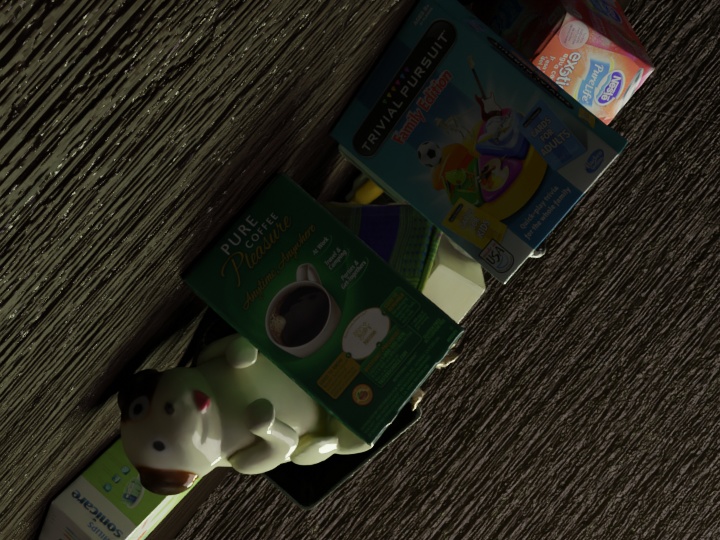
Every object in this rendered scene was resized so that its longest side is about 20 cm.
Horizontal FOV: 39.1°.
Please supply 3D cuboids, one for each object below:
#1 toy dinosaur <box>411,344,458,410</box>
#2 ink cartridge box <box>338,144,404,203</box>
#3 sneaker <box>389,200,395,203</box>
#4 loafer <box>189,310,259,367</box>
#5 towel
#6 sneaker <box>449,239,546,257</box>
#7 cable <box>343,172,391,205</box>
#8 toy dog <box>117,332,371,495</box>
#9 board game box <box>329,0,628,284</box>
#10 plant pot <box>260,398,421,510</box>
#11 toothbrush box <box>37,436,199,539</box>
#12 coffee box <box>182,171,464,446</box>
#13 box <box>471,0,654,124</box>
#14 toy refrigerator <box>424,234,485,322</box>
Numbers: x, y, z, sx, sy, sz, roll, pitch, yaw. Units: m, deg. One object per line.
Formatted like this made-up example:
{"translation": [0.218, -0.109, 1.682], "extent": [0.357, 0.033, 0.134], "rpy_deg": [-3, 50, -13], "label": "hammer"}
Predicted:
{"translation": [0.034, 0.072, 1.152], "extent": [0.086, 0.135, 0.200], "rpy_deg": [-48, -172, 17], "label": "toy dinosaur"}
{"translation": [0.079, -0.162, 1.001], "extent": [0.146, 0.084, 0.200], "rpy_deg": [-51, 175, 24], "label": "ink cartridge box"}
{"translation": [0.083, -0.165, 1.245], "extent": [0.200, 0.066, 0.079], "rpy_deg": [-39, 138, -9], "label": "sneaker"}
{"translation": [-0.131, 0.072, 1.053], "extent": [0.200, 0.073, 0.071], "rpy_deg": [-51, -173, 45], "label": "loafer"}
{"translation": [-0.006, 0.000, 0.976], "extent": [0.200, 0.023, 0.144], "rpy_deg": [7, -106, 53], "label": "towel"}
{"translation": [0.122, -0.046, 1.093], "extent": [0.081, 0.076, 0.200], "rpy_deg": [-15, 158, 35], "label": "sneaker"}
{"translation": [-0.027, -0.065, 1.186], "extent": [0.200, 0.050, 0.097], "rpy_deg": [-39, -165, 14], "label": "cable"}
{"translation": [-0.120, 0.124, 0.922], "extent": [0.199, 0.140, 0.194], "rpy_deg": [-7, 167, -38], "label": "toy dog"}
{"translation": [0.094, -0.110, 0.847], "extent": [0.151, 0.200, 0.047], "rpy_deg": [-53, 174, 30], "label": "board game box"}
{"translation": [-0.066, 0.136, 1.270], "extent": [0.200, 0.199, 0.178], "rpy_deg": [-42, -163, 13], "label": "plant pot"}
{"translation": [-0.248, 0.239, 1.110], "extent": [0.200, 0.086, 0.146], "rpy_deg": [-44, 172, -41], "label": "toothbrush box"}
{"translation": [-0.030, 0.030, 0.819], "extent": [0.123, 0.200, 0.044], "rpy_deg": [-50, 178, -8], "label": "coffee box"}
{"translation": [0.178, -0.215, 0.923], "extent": [0.095, 0.102, 0.200], "rpy_deg": [-53, -156, 31], "label": "box"}
{"translation": [0.087, -0.020, 1.194], "extent": [0.076, 0.070, 0.200], "rpy_deg": [-53, -160, 26], "label": "toy refrigerator"}
